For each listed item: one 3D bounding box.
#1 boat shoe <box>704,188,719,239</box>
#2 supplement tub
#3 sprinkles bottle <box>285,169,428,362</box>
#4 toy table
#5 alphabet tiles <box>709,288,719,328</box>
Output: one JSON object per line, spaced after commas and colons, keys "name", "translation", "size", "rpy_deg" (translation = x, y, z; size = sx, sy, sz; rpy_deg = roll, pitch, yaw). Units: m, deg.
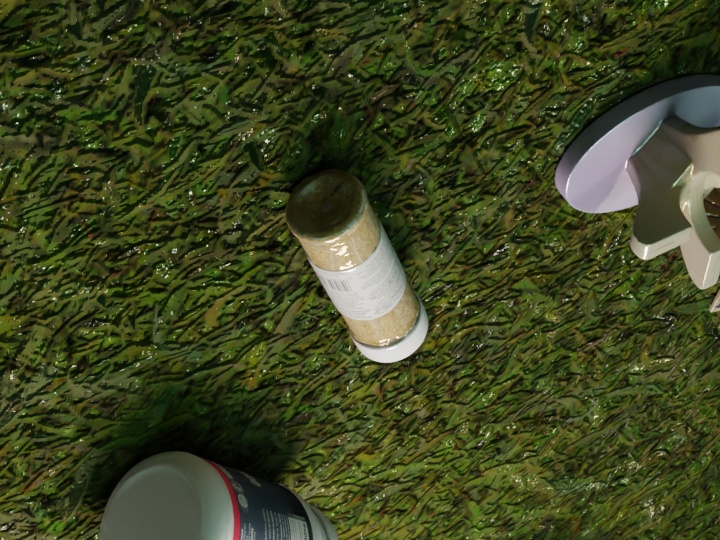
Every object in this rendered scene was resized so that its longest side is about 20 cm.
{"name": "boat shoe", "translation": [0.382, -0.091, 1.598], "size": [0.200, 0.072, 0.072], "rpy_deg": [-43, 176, -9]}
{"name": "supplement tub", "translation": [-0.121, 0.247, 1.473], "size": [0.140, 0.141, 0.200], "rpy_deg": [-45, 144, 12]}
{"name": "sprinkles bottle", "translation": [0.000, 0.000, 1.363], "size": [0.068, 0.068, 0.200], "rpy_deg": [-34, 144, -4]}
{"name": "toy table", "translation": [0.287, -0.082, 1.473], "size": [0.199, 0.117, 0.184], "rpy_deg": [-30, 144, -12]}
{"name": "alphabet tiles", "translation": [0.466, -0.008, 1.798], "size": [0.199, 0.006, 0.167], "rpy_deg": [-10, 136, -32]}
